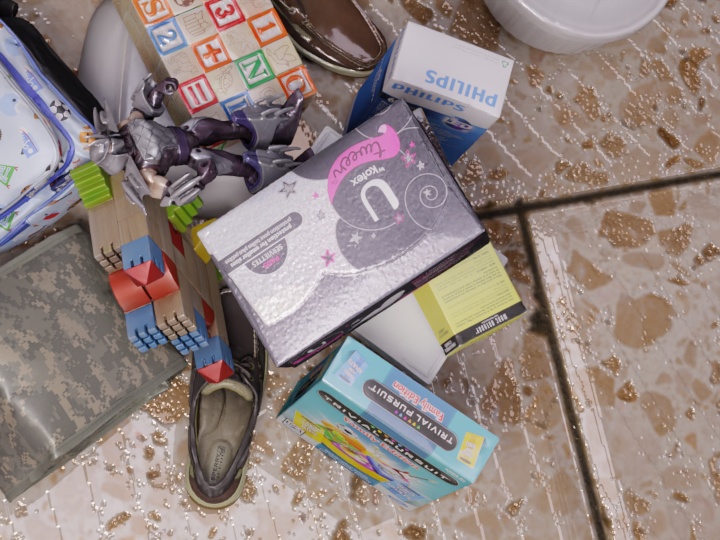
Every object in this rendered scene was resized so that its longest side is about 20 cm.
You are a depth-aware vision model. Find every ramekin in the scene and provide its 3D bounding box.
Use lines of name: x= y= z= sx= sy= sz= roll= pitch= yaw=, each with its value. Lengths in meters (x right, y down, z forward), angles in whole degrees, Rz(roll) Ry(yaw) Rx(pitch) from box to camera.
ramekin: x=0.203 y=-0.304 z=1.744 sx=0.201 sy=0.094 sz=0.204 roll=4 pitch=75 yaw=-13

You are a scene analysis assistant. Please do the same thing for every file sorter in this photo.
file sorter: x=0.000 y=0.000 z=1.600 sx=0.199 sy=0.125 sz=0.139 roll=36 pitch=70 yaw=-4

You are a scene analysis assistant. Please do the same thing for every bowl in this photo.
bowl: x=-0.157 y=-0.156 z=1.628 sx=0.198 sy=0.075 sz=0.201 roll=9 pitch=75 yaw=-13

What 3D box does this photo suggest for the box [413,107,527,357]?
box: x=0.062 y=-0.033 z=1.534 sx=0.075 sy=0.050 sz=0.201 roll=-26 pitch=85 yaw=-20

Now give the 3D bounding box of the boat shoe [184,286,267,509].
boat shoe: x=-0.115 y=0.107 z=1.574 sx=0.073 sy=0.065 sz=0.202 roll=5 pitch=72 yaw=-10

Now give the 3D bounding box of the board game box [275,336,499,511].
board game box: x=0.017 y=0.136 z=1.531 sx=0.150 sy=0.200 sz=0.047 roll=34 pitch=71 yaw=-3

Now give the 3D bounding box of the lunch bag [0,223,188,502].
lunch bag: x=-0.259 y=0.068 z=1.519 sx=0.164 sy=0.118 sz=0.200 roll=52 pitch=44 yaw=2

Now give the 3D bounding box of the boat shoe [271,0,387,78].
boat shoe: x=-0.055 y=-0.261 z=1.677 sx=0.202 sy=0.075 sz=0.075 roll=38 pitch=69 yaw=-3

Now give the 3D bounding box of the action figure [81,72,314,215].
action figure: x=-0.137 y=-0.104 z=1.470 sx=0.199 sy=0.069 sz=0.131 roll=-4 pitch=60 yaw=-32

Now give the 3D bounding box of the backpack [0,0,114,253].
backpack: x=-0.322 y=-0.101 z=1.521 sx=0.190 sy=0.154 sz=0.200 roll=-41 pitch=83 yaw=15

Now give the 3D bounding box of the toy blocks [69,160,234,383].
toy blocks: x=-0.166 y=0.013 z=1.496 sx=0.099 sy=0.200 sz=0.137 roll=-22 pitch=53 yaw=11

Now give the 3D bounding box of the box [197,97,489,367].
box: x=-0.012 y=-0.028 z=1.447 sx=0.199 sy=0.115 sz=0.133 roll=-33 pitch=84 yaw=2

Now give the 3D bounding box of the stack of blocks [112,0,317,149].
stack of blocks: x=-0.137 y=-0.213 z=1.576 sx=0.115 sy=0.059 sz=0.201 roll=-26 pitch=85 yaw=-19

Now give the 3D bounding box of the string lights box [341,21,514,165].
string lights box: x=0.056 y=-0.147 z=1.611 sx=0.102 sy=0.200 sz=0.059 roll=19 pitch=72 yaw=-9
